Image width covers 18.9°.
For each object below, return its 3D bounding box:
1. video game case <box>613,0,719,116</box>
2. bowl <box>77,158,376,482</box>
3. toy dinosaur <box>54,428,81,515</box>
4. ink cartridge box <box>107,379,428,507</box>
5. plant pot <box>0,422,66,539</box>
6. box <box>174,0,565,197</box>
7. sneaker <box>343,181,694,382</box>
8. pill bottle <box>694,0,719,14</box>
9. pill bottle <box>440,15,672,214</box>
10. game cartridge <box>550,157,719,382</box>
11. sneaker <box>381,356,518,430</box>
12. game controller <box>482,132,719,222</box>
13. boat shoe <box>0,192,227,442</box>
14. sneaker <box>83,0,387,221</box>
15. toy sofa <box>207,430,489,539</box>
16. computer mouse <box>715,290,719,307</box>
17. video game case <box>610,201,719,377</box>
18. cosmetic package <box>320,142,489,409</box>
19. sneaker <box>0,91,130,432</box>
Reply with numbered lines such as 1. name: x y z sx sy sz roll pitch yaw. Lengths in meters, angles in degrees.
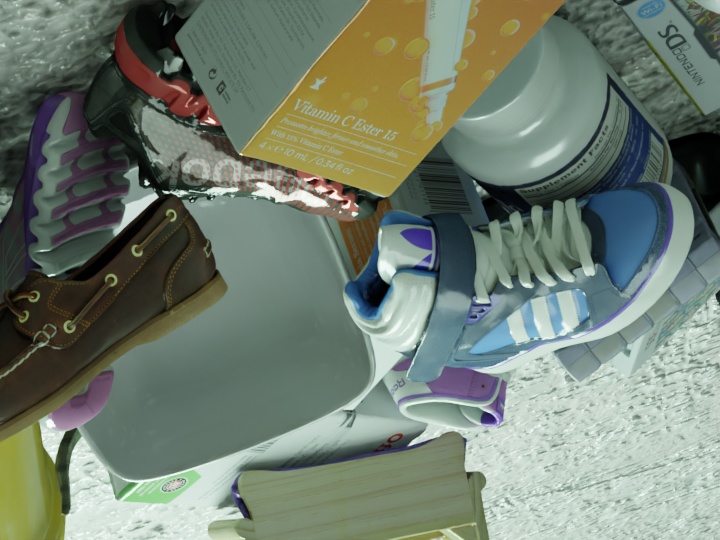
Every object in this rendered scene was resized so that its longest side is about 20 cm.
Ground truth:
1. video game case: 0.273 -0.186 1.368 0.199 0.026 0.181 -28 150 15
2. bowl: -0.106 0.014 1.370 0.199 0.075 0.201 -21 109 4
3. toy dinosaur: -0.170 0.074 1.463 0.047 0.201 0.088 32 161 -15
4. ink cartridge box: -0.072 0.108 1.605 0.199 0.085 0.146 9 141 -43
5. plant pot: -0.288 0.128 1.415 0.200 0.201 0.189 -7 136 -21
6. box: 0.017 -0.151 1.169 0.124 0.098 0.200 14 127 -46
7. sneaker: 0.083 -0.005 1.296 0.146 0.081 0.200 19 141 -40
8. pill bottle: 0.223 -0.230 1.178 0.111 0.111 0.200 -14 151 -9
9. pill bottle: 0.112 -0.092 1.346 0.111 0.111 0.200 -28 150 16
10. game cartridge: 0.173 -0.005 1.428 0.129 0.200 0.038 -34 104 10
11. sneaker: 0.110 0.061 1.606 0.200 0.115 0.073 -14 149 -11
12. game controller: 0.171 -0.041 1.555 0.199 0.042 0.105 -18 137 -3
13. boat shoe: -0.167 0.029 1.208 0.200 0.071 0.070 -37 -157 -29
14. sneaker: -0.077 -0.075 1.266 0.200 0.071 0.098 28 124 -31
15. toy sofa: -0.009 0.184 1.623 0.199 0.098 0.083 -10 176 -20
16. computer mouse: 0.252 0.010 1.669 0.034 0.059 0.200 -20 160 38
17. video game case: 0.259 -0.020 1.528 0.200 0.024 0.182 -43 166 -11
18. cosmetic package: 0.000 0.000 1.448 0.071 0.102 0.200 2 144 -34
19. sneaker: -0.194 -0.009 1.283 0.088 0.201 0.080 14 -166 31
